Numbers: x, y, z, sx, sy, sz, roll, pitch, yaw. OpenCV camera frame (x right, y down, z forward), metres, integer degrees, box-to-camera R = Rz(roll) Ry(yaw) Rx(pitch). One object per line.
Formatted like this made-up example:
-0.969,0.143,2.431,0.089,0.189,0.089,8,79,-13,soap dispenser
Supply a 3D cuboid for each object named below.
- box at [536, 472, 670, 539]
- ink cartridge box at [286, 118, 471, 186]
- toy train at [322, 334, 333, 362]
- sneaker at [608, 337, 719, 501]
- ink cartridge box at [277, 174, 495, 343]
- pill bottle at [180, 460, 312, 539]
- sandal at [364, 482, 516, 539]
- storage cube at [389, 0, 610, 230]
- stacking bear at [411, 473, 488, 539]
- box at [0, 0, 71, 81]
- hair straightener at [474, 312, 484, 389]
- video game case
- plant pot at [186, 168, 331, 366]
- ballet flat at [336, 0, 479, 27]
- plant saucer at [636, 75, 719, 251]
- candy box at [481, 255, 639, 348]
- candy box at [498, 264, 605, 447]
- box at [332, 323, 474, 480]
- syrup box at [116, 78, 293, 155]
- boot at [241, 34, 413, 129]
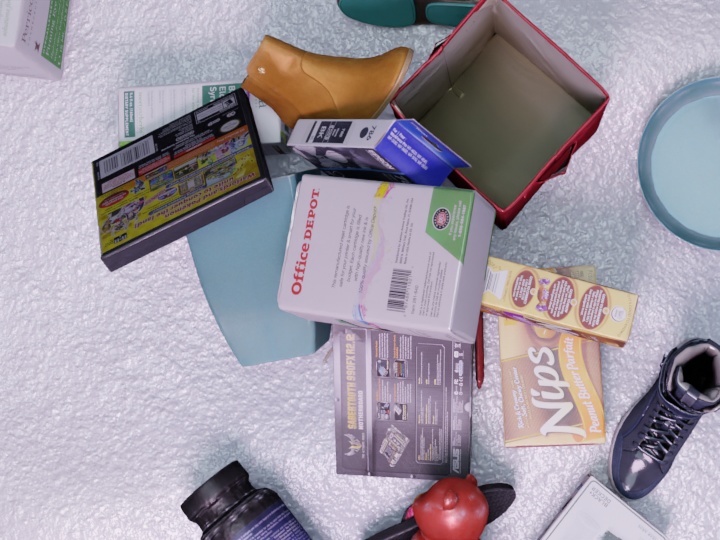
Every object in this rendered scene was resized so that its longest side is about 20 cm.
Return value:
0.240,0.342,1.461,0.116,0.060,0.201,37,90,8,box
0.016,-0.122,1.384,0.099,0.199,0.040,34,73,-34,ink cartridge box
0.000,0.000,1.468,0.200,0.116,0.084,-48,40,-10,toy train
0.336,0.163,1.424,0.076,0.146,0.204,28,90,7,sneaker
0.027,-0.013,1.357,0.198,0.084,0.147,7,81,24,ink cartridge box
-0.113,0.321,1.479,0.111,0.112,0.201,-39,82,2,pill bottle
0.081,0.279,1.485,0.198,0.075,0.045,-25,47,11,sandal
0.155,-0.170,1.455,0.200,0.180,0.171,44,91,7,storage cube
0.090,0.320,1.410,0.113,0.121,0.203,17,109,31,stacking bear
-0.458,-0.348,1.546,0.197,0.171,0.202,7,86,7,box
0.106,0.036,1.512,0.076,0.041,0.203,0,85,7,hair straightener
-0.200,-0.103,1.432,0.198,0.026,0.182,-25,41,6,video game case
-0.105,-0.002,1.488,0.139,0.141,0.203,-11,94,12,plant pot
0.072,-0.326,1.545,0.197,0.071,0.066,7,59,5,ballet flat
0.416,-0.121,1.496,0.197,0.027,0.203,-1,86,7,plant saucer
0.197,0.032,1.408,0.197,0.117,0.057,13,86,11,candy box
0.216,0.099,1.487,0.114,0.055,0.203,-3,85,8,candy box
0.049,0.138,1.463,0.156,0.048,0.203,2,115,8,box
-0.182,-0.177,1.545,0.197,0.081,0.080,-3,85,8,syrup box
-0.044,-0.213,1.413,0.143,0.201,0.071,33,55,-15,boot
